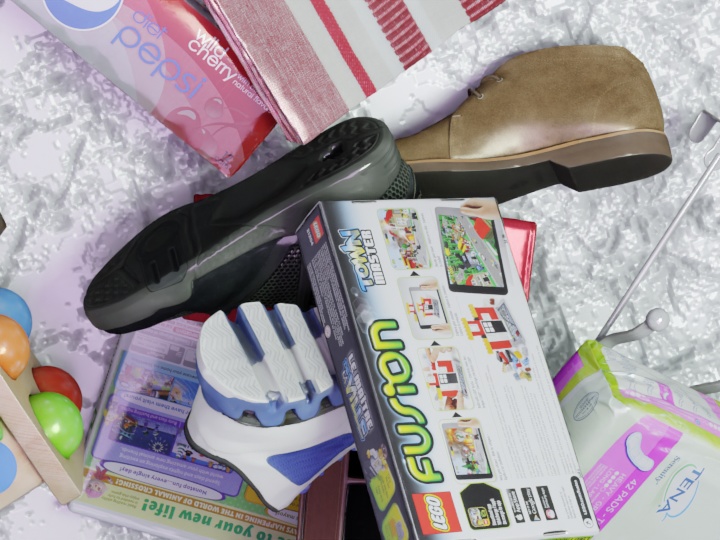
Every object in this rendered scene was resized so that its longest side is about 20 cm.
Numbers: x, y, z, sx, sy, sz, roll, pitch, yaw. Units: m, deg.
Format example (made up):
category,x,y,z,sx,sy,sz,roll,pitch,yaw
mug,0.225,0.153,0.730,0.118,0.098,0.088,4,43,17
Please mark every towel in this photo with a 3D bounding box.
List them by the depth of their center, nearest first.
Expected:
category,x,y,z,sx,sy,sz,roll,pitch,yaw
towel,0.001,-0.180,1.574,0.200,0.023,0.144,-37,106,-22

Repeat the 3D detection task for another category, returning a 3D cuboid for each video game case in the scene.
category,x,y,z,sx,sy,sz,roll,pitch,yaw
video game case,-0.051,0.082,1.673,0.200,0.022,0.182,17,102,-11

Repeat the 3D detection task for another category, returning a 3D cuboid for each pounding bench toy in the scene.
category,x,y,z,sx,sy,sz,roll,pitch,yaw
pounding bench toy,-0.235,0.098,1.565,0.156,0.200,0.124,-31,105,3

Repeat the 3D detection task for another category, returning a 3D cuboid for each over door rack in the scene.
category,x,y,z,sx,sy,sz,roll,pitch,yaw
over door rack,0.216,0.029,1.623,0.148,0.067,0.200,30,84,-28

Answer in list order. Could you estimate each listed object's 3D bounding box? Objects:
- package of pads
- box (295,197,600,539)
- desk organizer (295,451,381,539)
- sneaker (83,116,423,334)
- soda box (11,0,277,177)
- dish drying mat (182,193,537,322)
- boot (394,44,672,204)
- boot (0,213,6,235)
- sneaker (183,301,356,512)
category,x,y,z,sx,sy,sz,roll,pitch,yaw
package of pads,0.160,0.137,1.574,0.200,0.068,0.155,27,113,-31
box,0.044,0.056,1.484,0.110,0.035,0.200,-2,62,-28
desk organizer,0.015,0.151,1.607,0.072,0.077,0.200,7,87,-43
sneaker,-0.050,0.005,1.581,0.199,0.076,0.114,-27,121,8
soda box,-0.130,-0.141,1.582,0.200,0.070,0.063,39,95,-13
dish drying mat,0.000,0.000,1.639,0.200,0.018,0.077,5,95,-11
boot,0.073,-0.079,1.633,0.200,0.074,0.076,-9,75,1
boot,-0.292,0.016,1.570,0.200,0.064,0.187,-8,64,-5
sneaker,-0.014,0.069,1.548,0.199,0.081,0.115,-3,145,-28
